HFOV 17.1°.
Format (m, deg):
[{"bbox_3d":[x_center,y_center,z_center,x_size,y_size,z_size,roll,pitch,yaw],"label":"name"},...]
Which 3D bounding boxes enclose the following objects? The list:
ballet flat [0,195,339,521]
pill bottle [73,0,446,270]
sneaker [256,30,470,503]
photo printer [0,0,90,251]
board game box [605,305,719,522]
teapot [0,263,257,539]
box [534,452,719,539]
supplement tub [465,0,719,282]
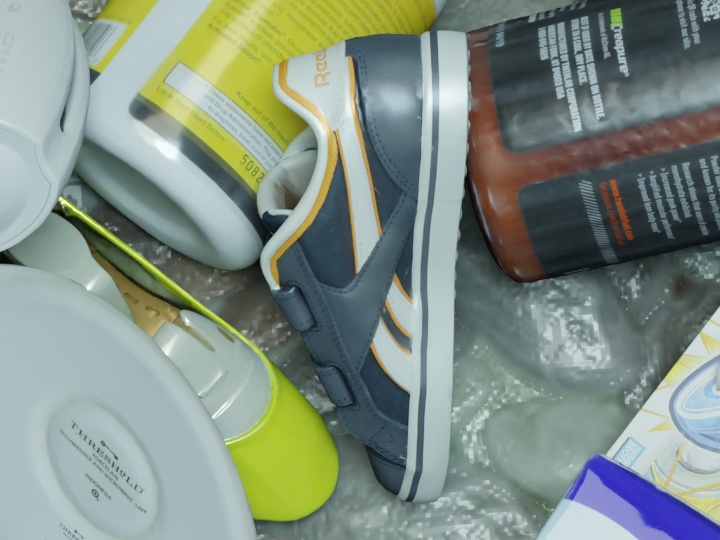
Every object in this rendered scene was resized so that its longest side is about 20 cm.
[{"bbox_3d":[-0.092,0.027,0.960,0.200,0.067,0.067,39,70,12],"label":"ballet flat"},{"bbox_3d":[-0.033,-0.108,0.978,0.112,0.112,0.200,34,77,10],"label":"pill bottle"},{"bbox_3d":[0.000,0.000,0.919,0.079,0.201,0.079,0,30,-2],"label":"sneaker"},{"bbox_3d":[-0.198,-0.053,0.890,0.199,0.070,0.167,-17,35,2],"label":"photo printer"},{"bbox_3d":[0.203,0.051,0.966,0.135,0.034,0.200,36,77,11],"label":"board game box"},{"bbox_3d":[-0.140,0.107,0.871,0.146,0.197,0.201,-34,70,27],"label":"teapot"},{"bbox_3d":[0.072,0.191,0.849,0.105,0.184,0.201,31,76,11],"label":"box"},{"bbox_3d":[0.141,-0.065,0.944,0.199,0.107,0.108,-12,73,12],"label":"supplement tub"}]
